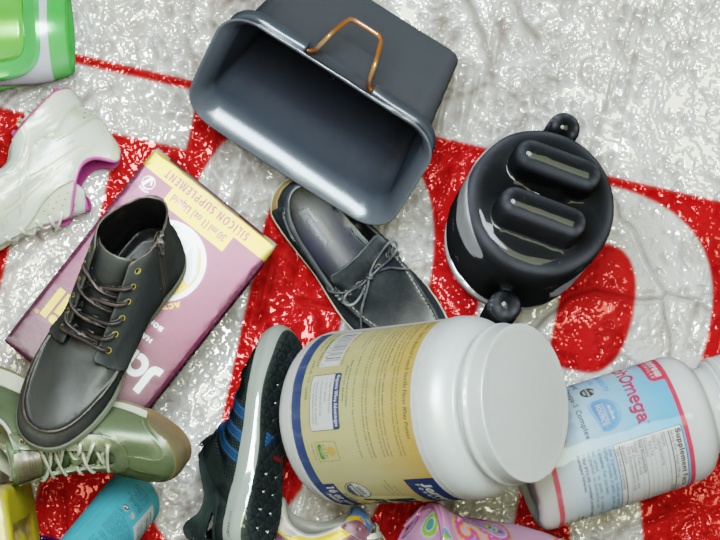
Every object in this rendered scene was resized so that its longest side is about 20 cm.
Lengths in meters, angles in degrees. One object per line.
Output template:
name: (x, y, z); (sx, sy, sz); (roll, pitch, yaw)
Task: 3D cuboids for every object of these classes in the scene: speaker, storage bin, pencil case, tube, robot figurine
speaker: (-0.340, -0.194, 1.512); (0.198, 0.088, 0.089); (-3, 86, -4)
storage bin: (-0.016, -0.164, 1.496); (0.199, 0.146, 0.135); (31, 47, -2)
pencil case: (0.127, 0.248, 1.487); (0.199, 0.087, 0.088); (16, 85, -23)
tube: (-0.217, 0.228, 1.435); (0.050, 0.200, 0.078); (-6, 109, 18)
robot figurine: (0.137, -0.038, 1.476); (0.150, 0.200, 0.125); (-30, 80, -14)

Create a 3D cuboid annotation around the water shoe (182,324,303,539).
water shoe: (-0.101, 0.138, 1.509); (0.078, 0.071, 0.201); (-3, 63, 31)

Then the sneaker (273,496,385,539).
sneaker: (0.012, 0.247, 1.510); (0.198, 0.075, 0.091); (13, 90, -4)

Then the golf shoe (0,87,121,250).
golf shoe: (-0.280, -0.055, 1.513); (0.091, 0.075, 0.200); (38, 85, -4)

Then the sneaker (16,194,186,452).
sneaker: (-0.204, 0.035, 1.370); (0.074, 0.106, 0.201); (25, 70, 10)

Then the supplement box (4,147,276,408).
supplement box: (-0.180, 0.019, 1.499); (0.131, 0.103, 0.200); (38, 85, -2)

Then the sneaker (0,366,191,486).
sneaker: (-0.239, 0.140, 1.414); (0.199, 0.090, 0.068); (16, 126, 17)

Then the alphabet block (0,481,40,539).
alphabet block: (-0.351, 0.276, 1.423); (0.198, 0.196, 0.197); (-10, 88, -5)

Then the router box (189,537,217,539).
router box: (-0.076, 0.320, 1.468); (0.148, 0.051, 0.202); (7, 112, -1)

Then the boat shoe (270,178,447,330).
boat shoe: (0.000, 0.000, 1.534); (0.075, 0.062, 0.200); (-42, 91, -7)

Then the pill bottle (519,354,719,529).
pill bottle: (0.227, 0.136, 1.516); (0.199, 0.109, 0.110); (-17, 87, -6)

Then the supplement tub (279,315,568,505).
supplement tub: (0.051, 0.112, 1.444); (0.199, 0.144, 0.146); (-8, 85, 39)
